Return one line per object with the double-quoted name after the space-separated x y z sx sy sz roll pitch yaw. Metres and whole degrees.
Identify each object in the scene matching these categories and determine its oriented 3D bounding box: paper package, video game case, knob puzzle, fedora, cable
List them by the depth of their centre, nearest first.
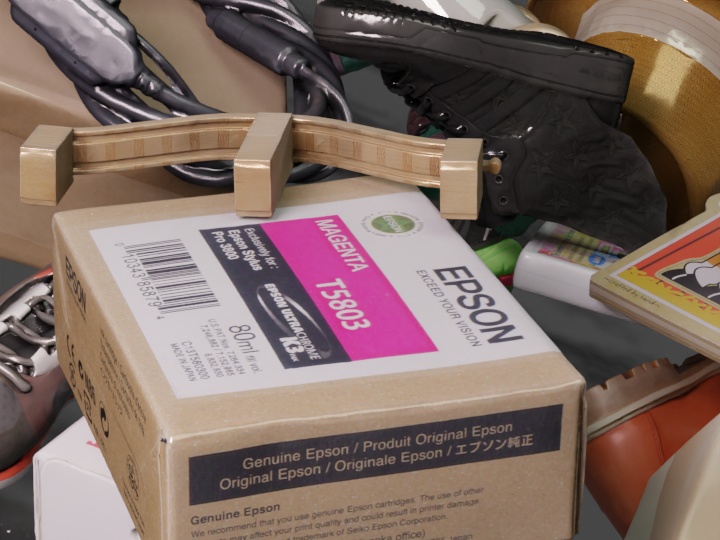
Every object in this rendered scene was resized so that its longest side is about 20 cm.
0.239 -0.007 1.050 0.218 0.031 0.220 -4 30 2 "knob puzzle"
-0.086 -0.112 1.055 0.199 0.051 0.163 37 28 1 "cable"
-0.136 -0.097 1.122 0.189 0.104 0.201 17 37 -16 "paper package"
0.178 0.012 1.172 0.181 0.024 0.200 17 10 8 "video game case"
0.165 -0.079 1.226 0.200 0.201 0.082 31 64 1 "fedora"

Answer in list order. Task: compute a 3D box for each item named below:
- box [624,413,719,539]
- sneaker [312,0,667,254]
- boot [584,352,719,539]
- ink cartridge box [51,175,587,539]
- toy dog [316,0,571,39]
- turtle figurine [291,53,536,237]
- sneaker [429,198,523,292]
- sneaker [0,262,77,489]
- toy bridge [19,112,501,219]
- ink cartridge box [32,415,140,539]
0.143 0.169 0.919 0.095 0.078 0.201 31 52 -4 "box"
0.065 -0.068 1.095 0.198 0.105 0.060 8 13 -17 "sneaker"
0.178 0.097 1.147 0.199 0.075 0.108 -14 75 -52 "boot"
-0.024 0.038 0.878 0.163 0.076 0.200 -8 28 -18 "ink cartridge box"
0.020 -0.124 1.162 0.199 0.097 0.132 34 7 9 "toy dog"
0.039 -0.116 1.274 0.149 0.101 0.201 2 52 -27 "turtle figurine"
0.000 0.000 1.133 0.084 0.077 0.199 45 28 28 "sneaker"
-0.144 0.027 0.986 0.077 0.082 0.200 37 37 11 "sneaker"
-0.040 -0.046 0.934 0.198 0.027 0.067 2 22 6 "toy bridge"
-0.026 0.089 0.954 0.144 0.084 0.200 17 31 24 "ink cartridge box"
